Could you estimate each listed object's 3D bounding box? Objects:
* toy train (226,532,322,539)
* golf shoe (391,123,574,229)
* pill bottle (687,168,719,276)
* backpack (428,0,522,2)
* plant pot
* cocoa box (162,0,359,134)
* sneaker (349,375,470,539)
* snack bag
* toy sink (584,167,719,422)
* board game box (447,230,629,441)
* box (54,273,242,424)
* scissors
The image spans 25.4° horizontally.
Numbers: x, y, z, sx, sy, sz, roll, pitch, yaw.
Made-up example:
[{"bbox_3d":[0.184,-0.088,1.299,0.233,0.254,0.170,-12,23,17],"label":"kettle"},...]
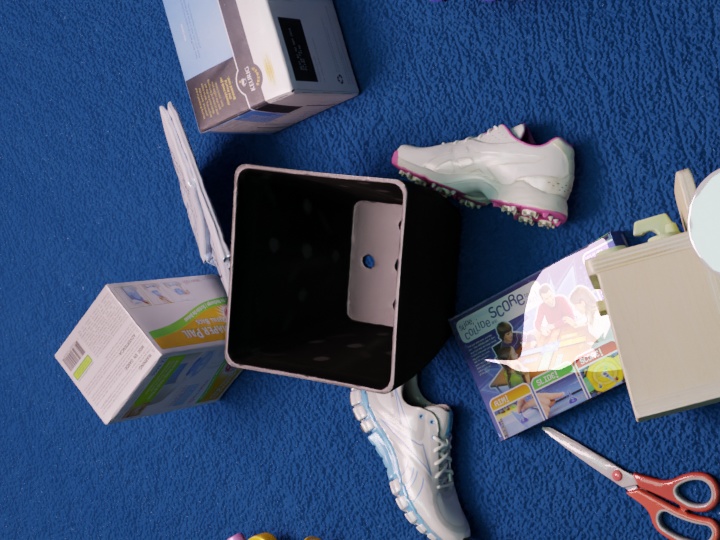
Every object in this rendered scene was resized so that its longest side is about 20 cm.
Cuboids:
[{"bbox_3d":[-0.084,0.359,1.753,0.199,0.055,0.152,-8,90,36],"label":"toy train"},{"bbox_3d":[0.125,-0.106,1.584,0.199,0.075,0.092,17,87,28],"label":"golf shoe"},{"bbox_3d":[0.356,-0.043,1.354,0.112,0.199,0.114,3,95,32],"label":"pill bottle"},{"bbox_3d":[0.143,-0.343,1.485,0.198,0.135,0.184,7,136,25],"label":"backpack"},{"bbox_3d":[0.000,0.000,1.599,0.198,0.177,0.202,8,98,32],"label":"plant pot"},{"bbox_3d":[-0.111,-0.256,1.678,0.130,0.133,0.202,-20,83,32],"label":"cocoa box"},{"bbox_3d":[0.067,0.184,1.634,0.086,0.075,0.201,-36,75,23],"label":"sneaker"},{"bbox_3d":[-0.167,-0.052,1.702,0.021,0.189,0.201,-19,66,-9],"label":"snack bag"},{"bbox_3d":[0.267,0.026,1.432,0.111,0.130,0.202,-15,82,8],"label":"toy sink"},{"bbox_3d":[0.196,0.066,1.561,0.199,0.034,0.136,-29,78,30],"label":"board game box"},{"bbox_3d":[-0.211,0.081,1.726,0.101,0.199,0.113,49,114,19],"label":"box"},{"bbox_3d":[0.257,0.210,1.545,0.199,0.014,0.074,15,103,29],"label":"scissors"}]
